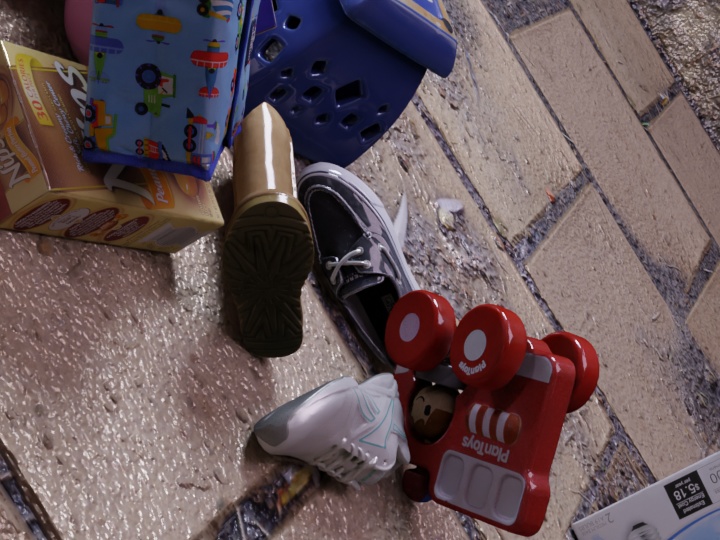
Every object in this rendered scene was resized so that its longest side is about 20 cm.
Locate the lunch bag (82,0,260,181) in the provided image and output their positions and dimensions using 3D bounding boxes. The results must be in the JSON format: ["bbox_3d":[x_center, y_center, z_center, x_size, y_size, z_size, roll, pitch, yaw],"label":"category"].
[{"bbox_3d":[-0.113,-0.159,1.085,0.200,0.094,0.151,-51,150,-71],"label":"lunch bag"}]

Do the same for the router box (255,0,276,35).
[{"bbox_3d":[-0.144,-0.308,1.259,0.180,0.049,0.200,48,-24,44],"label":"router box"}]

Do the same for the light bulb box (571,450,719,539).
[{"bbox_3d":[0.351,0.297,1.538,0.125,0.198,0.200,3,58,-60],"label":"light bulb box"}]

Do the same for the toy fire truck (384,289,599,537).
[{"bbox_3d":[0.089,0.114,1.261,0.112,0.200,0.168,20,84,-38],"label":"toy fire truck"}]

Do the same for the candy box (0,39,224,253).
[{"bbox_3d":[-0.188,-0.082,1.092,0.200,0.055,0.116,10,55,-61],"label":"candy box"}]

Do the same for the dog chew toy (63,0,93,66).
[{"bbox_3d":[-0.161,-0.229,1.153,0.200,0.124,0.125,95,-7,-45],"label":"dog chew toy"}]

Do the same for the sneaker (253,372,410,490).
[{"bbox_3d":[-0.010,0.126,1.185,0.200,0.070,0.080,1,64,-64],"label":"sneaker"}]

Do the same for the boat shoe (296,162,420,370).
[{"bbox_3d":[0.000,0.000,1.361,0.200,0.072,0.068,62,21,-11],"label":"boat shoe"}]

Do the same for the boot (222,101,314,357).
[{"bbox_3d":[-0.076,-0.058,1.210,0.175,0.066,0.200,98,-10,-47],"label":"boot"}]

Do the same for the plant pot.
[{"bbox_3d":[-0.034,-0.239,1.430,0.200,0.180,0.200,23,41,-53],"label":"plant pot"}]
